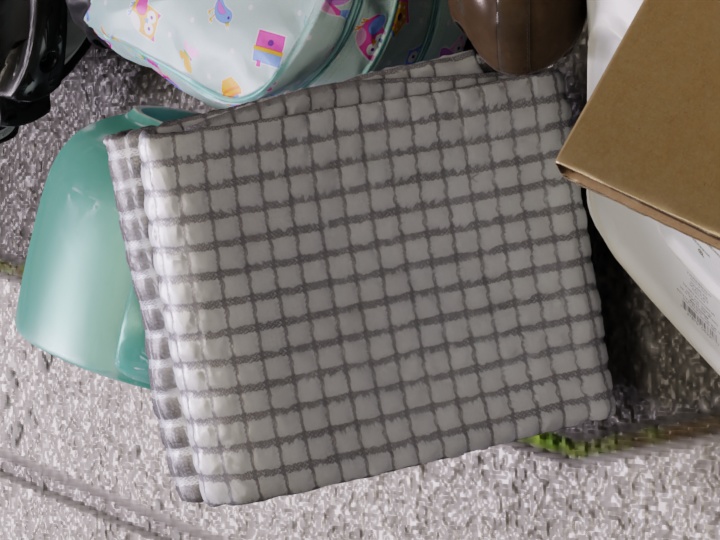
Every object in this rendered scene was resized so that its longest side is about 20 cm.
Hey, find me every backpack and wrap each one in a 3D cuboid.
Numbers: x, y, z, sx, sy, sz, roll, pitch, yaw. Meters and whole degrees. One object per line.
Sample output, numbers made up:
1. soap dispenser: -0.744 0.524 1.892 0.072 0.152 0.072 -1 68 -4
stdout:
1. backpack: -0.044 -0.137 1.279 0.200 0.126 0.168 33 111 37

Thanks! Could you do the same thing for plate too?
1. plate: 0.143 -0.019 1.071 0.200 0.032 0.201 49 161 31

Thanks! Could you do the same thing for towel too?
1. towel: 0.000 0.000 1.175 0.085 0.199 0.167 0 102 66

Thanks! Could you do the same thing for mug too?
1. mug: -0.071 -0.008 1.285 0.185 0.151 0.115 27 105 57

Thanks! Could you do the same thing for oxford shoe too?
1. oxford shoe: 0.063 -0.130 1.143 0.072 0.200 0.085 3 112 8

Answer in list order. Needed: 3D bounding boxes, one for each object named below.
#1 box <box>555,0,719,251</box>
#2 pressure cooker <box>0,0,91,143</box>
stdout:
1. box: 0.184 -0.089 0.959 0.163 0.021 0.201 26 82 23
2. pressure cooker: -0.224 -0.167 1.425 0.199 0.176 0.179 12 65 43
